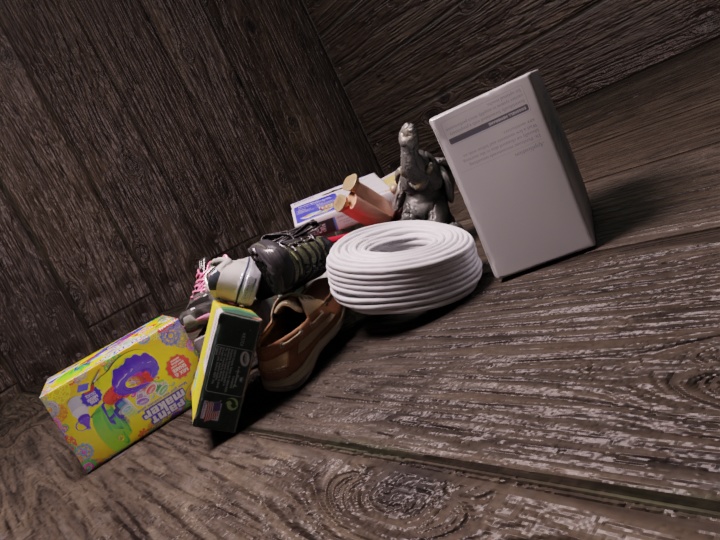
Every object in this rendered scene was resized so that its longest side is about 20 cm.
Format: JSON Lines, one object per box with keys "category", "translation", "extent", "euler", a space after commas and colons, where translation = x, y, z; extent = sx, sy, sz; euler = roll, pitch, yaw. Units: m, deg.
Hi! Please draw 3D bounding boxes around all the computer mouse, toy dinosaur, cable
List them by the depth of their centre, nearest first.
{"category": "cable", "translation": [0.055, -0.009, 0.737], "extent": [0.198, 0.070, 0.200], "euler": [2, 21, 31]}
{"category": "toy dinosaur", "translation": [-0.018, 0.056, 0.806], "extent": [0.199, 0.048, 0.088], "euler": [-26, 24, 7]}
{"category": "computer mouse", "translation": [-0.154, -0.022, 0.950], "extent": [0.140, 0.046, 0.201], "euler": [-18, 30, 29]}

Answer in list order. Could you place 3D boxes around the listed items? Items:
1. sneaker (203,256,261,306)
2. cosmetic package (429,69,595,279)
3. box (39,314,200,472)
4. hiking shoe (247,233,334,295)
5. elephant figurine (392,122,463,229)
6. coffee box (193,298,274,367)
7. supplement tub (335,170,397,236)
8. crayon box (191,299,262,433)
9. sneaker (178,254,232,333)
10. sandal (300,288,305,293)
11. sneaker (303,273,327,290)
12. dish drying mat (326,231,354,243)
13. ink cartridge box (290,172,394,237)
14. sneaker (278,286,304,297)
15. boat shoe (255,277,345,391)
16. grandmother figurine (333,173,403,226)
{"category": "sneaker", "translation": [-0.182, 0.007, 0.814], "extent": [0.200, 0.070, 0.074], "euler": [178, 113, -76]}
{"category": "cosmetic package", "translation": [0.197, -0.127, 0.711], "extent": [0.122, 0.201, 0.199], "euler": [-19, 12, 25]}
{"category": "box", "translation": [-0.347, 0.171, 0.864], "extent": [0.199, 0.123, 0.192], "euler": [-31, 11, -24]}
{"category": "hiking shoe", "translation": [-0.084, -0.020, 0.765], "extent": [0.100, 0.076, 0.200], "euler": [-33, -2, -3]}
{"category": "elephant figurine", "translation": [0.107, -0.135, 0.953], "extent": [0.140, 0.202, 0.155], "euler": [-9, 8, -23]}
{"category": "coffee box", "translation": [-0.191, 0.099, 0.939], "extent": [0.114, 0.080, 0.200], "euler": [-27, 9, -4]}
{"category": "supplement tub", "translation": [0.044, -0.119, 1.256], "extent": [0.199, 0.146, 0.145], "euler": [-28, 10, -7]}
{"category": "crayon box", "translation": [-0.169, 0.106, 0.708], "extent": [0.050, 0.128, 0.200], "euler": [14, -2, -17]}
{"category": "sneaker", "translation": [-0.242, 0.029, 0.919], "extent": [0.078, 0.096, 0.200], "euler": [-23, 12, 15]}
{"category": "sandal", "translation": [-0.025, 0.021, 0.970], "extent": [0.200, 0.054, 0.080], "euler": [-41, 57, -17]}
{"category": "sneaker", "translation": [0.000, 0.000, 0.898], "extent": [0.199, 0.091, 0.076], "euler": [-29, -24, 16]}
{"category": "dish drying mat", "translation": [-0.045, -0.049, 1.003], "extent": [0.076, 0.018, 0.199], "euler": [-12, 3, -36]}
{"category": "ink cartridge box", "translation": [-0.038, -0.128, 1.141], "extent": [0.196, 0.047, 0.200], "euler": [-21, 18, -2]}
{"category": "sneaker", "translation": [-0.115, 0.008, 1.062], "extent": [0.073, 0.119, 0.200], "euler": [-11, 8, -16]}
{"category": "boat shoe", "translation": [-0.073, 0.062, 0.721], "extent": [0.075, 0.072, 0.200], "euler": [-10, 29, 21]}
{"category": "grandmother figurine", "translation": [0.048, -0.091, 1.029], "extent": [0.122, 0.199, 0.061], "euler": [-58, 30, 14]}
